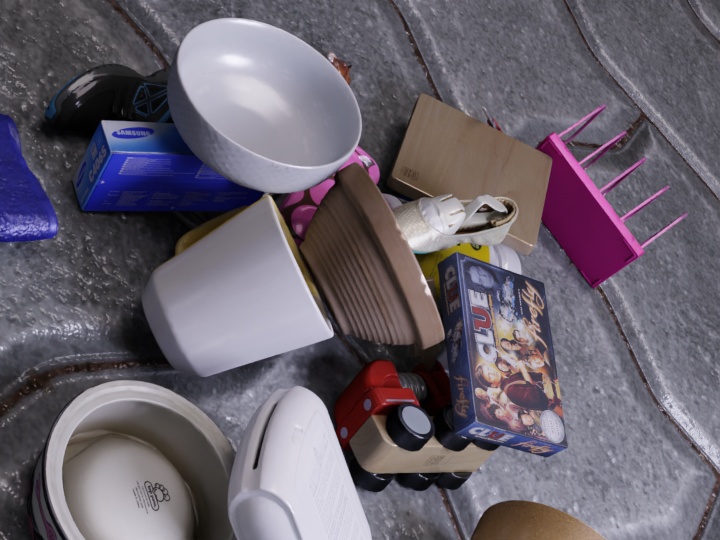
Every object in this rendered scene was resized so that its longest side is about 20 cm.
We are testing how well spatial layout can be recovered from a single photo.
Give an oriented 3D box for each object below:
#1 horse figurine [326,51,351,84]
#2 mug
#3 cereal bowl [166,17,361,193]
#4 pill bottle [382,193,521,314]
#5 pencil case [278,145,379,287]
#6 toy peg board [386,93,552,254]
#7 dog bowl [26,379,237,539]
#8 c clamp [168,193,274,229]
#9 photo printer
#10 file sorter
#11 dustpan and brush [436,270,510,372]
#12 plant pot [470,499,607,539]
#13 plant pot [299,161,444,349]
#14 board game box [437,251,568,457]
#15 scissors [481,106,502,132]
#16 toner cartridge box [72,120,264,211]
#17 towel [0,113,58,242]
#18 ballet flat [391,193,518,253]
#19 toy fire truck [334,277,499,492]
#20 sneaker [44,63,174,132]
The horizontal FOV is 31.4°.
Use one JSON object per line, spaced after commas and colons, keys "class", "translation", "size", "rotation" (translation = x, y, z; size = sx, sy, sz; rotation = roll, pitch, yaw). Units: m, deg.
{"class": "horse figurine", "translation": [-0.045, -0.211, 1.588], "size": [0.132, 0.050, 0.201], "rotation": [35, 29, -45]}
{"class": "mug", "translation": [-0.124, 0.025, 1.249], "size": [0.187, 0.153, 0.150], "rotation": [-110, 174, -84]}
{"class": "cereal bowl", "translation": [-0.104, -0.153, 1.280], "size": [0.199, 0.083, 0.201], "rotation": [18, 45, -19]}
{"class": "pill bottle", "translation": [0.086, -0.010, 1.508], "size": [0.199, 0.114, 0.115], "rotation": [18, 48, -34]}
{"class": "pencil case", "translation": [-0.053, -0.063, 1.414], "size": [0.094, 0.091, 0.200], "rotation": [42, 47, -14]}
{"class": "toy peg board", "translation": [0.129, -0.101, 1.660], "size": [0.198, 0.098, 0.200], "rotation": [25, 40, -5]}
{"class": "dog bowl", "translation": [-0.195, 0.199, 1.098], "size": [0.199, 0.074, 0.201], "rotation": [26, 43, -27]}
{"class": "c clamp", "translation": [-0.135, -0.087, 1.426], "size": [0.171, 0.027, 0.200], "rotation": [47, 39, -1]}
{"class": "photo printer", "translation": [-0.054, 0.215, 1.138], "size": [0.167, 0.069, 0.201], "rotation": [-72, 148, -59]}
{"class": "file sorter", "translation": [0.333, -0.107, 1.773], "size": [0.125, 0.139, 0.200], "rotation": [-33, 84, -24]}
{"class": "dustpan and brush", "translation": [0.174, 0.091, 1.531], "size": [0.200, 0.140, 0.057], "rotation": [39, 0, -37]}
{"class": "plant pot", "translation": [0.149, 0.358, 1.234], "size": [0.186, 0.186, 0.200], "rotation": [46, 52, -5]}
{"class": "plant pot", "translation": [0.000, 0.000, 1.294], "size": [0.202, 0.092, 0.201], "rotation": [63, -4, 7]}
{"class": "board game box", "translation": [0.151, 0.090, 1.373], "size": [0.135, 0.035, 0.201], "rotation": [18, 54, -34]}
{"class": "scissors", "translation": [0.179, -0.203, 1.759], "size": [0.073, 0.014, 0.200], "rotation": [62, 11, 28]}
{"class": "toner cartridge box", "translation": [-0.184, -0.105, 1.316], "size": [0.199, 0.095, 0.043], "rotation": [-1, 55, -36]}
{"class": "towel", "translation": [-0.389, -0.080, 1.165], "size": [0.199, 0.050, 0.148], "rotation": [-3, 55, -45]}
{"class": "ballet flat", "translation": [0.104, -0.062, 1.423], "size": [0.199, 0.062, 0.068], "rotation": [-7, 56, -50]}
{"class": "toy fire truck", "translation": [0.053, 0.118, 1.379], "size": [0.175, 0.129, 0.200], "rotation": [6, 43, -40]}
{"class": "sneaker", "translation": [-0.240, -0.168, 1.354], "size": [0.200, 0.073, 0.082], "rotation": [-16, 69, -49]}
